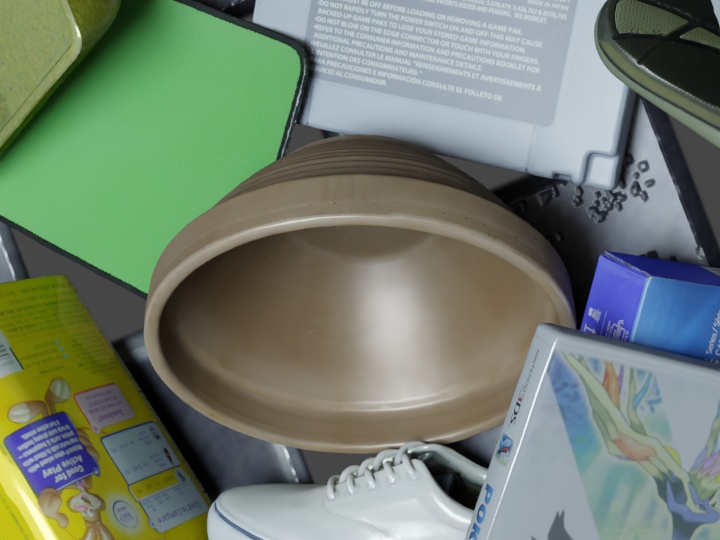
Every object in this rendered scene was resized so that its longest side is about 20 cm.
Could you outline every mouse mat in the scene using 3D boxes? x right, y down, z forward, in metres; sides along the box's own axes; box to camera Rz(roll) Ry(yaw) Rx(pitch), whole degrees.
[{"bbox_3d":[-0.122,-0.072,0.847,0.200,0.008,0.161,26,107,30],"label":"mouse mat"}]

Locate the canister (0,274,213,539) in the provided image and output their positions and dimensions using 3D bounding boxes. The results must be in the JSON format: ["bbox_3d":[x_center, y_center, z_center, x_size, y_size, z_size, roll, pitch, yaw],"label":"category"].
[{"bbox_3d":[-0.155,0.106,0.830,0.087,0.149,0.200,-37,80,22],"label":"canister"}]

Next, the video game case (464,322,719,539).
[{"bbox_3d":[0.139,0.130,0.709,0.200,0.022,0.183,14,100,-22],"label":"video game case"}]

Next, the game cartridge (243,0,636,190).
[{"bbox_3d":[0.043,-0.124,0.782,0.200,0.042,0.133,14,97,20],"label":"game cartridge"}]

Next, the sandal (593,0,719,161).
[{"bbox_3d":[0.190,-0.058,0.719,0.201,0.080,0.057,39,149,6],"label":"sandal"}]

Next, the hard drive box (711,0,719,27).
[{"bbox_3d":[0.245,-0.055,0.640,0.077,0.156,0.200,-18,90,63],"label":"hard drive box"}]

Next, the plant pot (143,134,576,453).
[{"bbox_3d":[0.000,0.000,0.759,0.201,0.201,0.093,-17,51,23],"label":"plant pot"}]

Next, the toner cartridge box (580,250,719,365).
[{"bbox_3d":[0.135,0.097,0.738,0.043,0.095,0.200,35,115,62],"label":"toner cartridge box"}]

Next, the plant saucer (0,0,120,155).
[{"bbox_3d":[-0.192,-0.169,0.821,0.200,0.048,0.200,-31,78,55],"label":"plant saucer"}]

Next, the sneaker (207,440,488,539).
[{"bbox_3d":[0.020,0.119,0.799,0.200,0.073,0.071,4,109,10],"label":"sneaker"}]
